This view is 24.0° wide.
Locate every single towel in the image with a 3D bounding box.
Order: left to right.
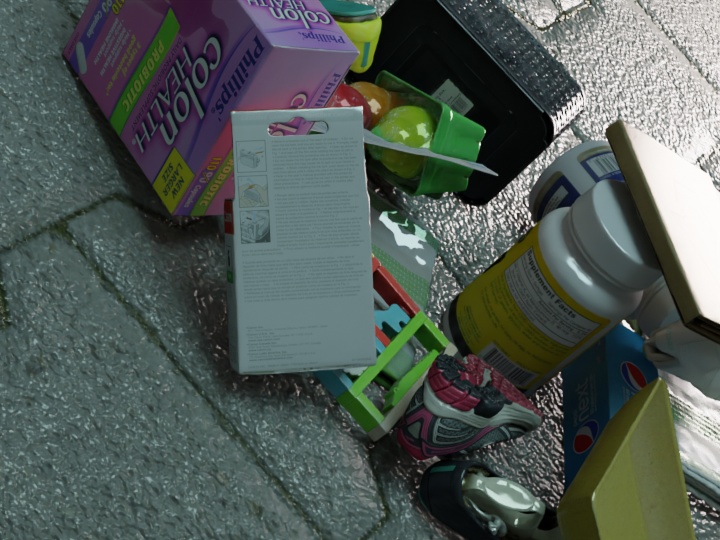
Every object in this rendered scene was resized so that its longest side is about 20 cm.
[{"bbox_3d":[0.000,0.000,1.469,0.149,0.031,0.200,33,38,-16],"label":"towel"},{"bbox_3d":[0.322,0.141,1.649,0.149,0.031,0.200,33,36,-21],"label":"towel"}]

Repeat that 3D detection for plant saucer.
[{"bbox_3d":[0.214,0.217,1.369,0.200,0.048,0.200,-45,127,-55],"label":"plant saucer"}]

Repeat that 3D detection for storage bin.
[{"bbox_3d":[0.101,-0.180,1.649,0.200,0.135,0.094,47,36,2],"label":"storage bin"}]

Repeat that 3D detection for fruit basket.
[{"bbox_3d":[-0.002,-0.125,1.512,0.200,0.094,0.185,4,18,-29],"label":"fruit basket"}]

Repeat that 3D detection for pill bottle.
[{"bbox_3d":[0.173,0.017,1.480,0.114,0.200,0.114,27,40,-25],"label":"pill bottle"},{"bbox_3d":[0.260,-0.023,1.650,0.111,0.111,0.200,1,43,-44],"label":"pill bottle"}]

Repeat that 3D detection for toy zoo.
[{"bbox_3d":[-0.019,0.028,1.392,0.200,0.020,0.131,49,42,-2],"label":"toy zoo"}]

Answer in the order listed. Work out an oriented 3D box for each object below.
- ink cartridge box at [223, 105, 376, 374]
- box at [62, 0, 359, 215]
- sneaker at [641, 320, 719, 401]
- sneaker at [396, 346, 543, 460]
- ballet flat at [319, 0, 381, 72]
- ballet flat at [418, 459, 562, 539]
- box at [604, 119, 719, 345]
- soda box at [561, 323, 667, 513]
[{"bbox_3d":[-0.048,-0.024,1.306,0.109,0.050,0.201,-3,93,-12],"label":"ink cartridge box"},{"bbox_3d":[-0.125,-0.175,1.363,0.097,0.176,0.200,-4,49,-46],"label":"box"},{"bbox_3d":[0.305,0.075,1.566,0.200,0.088,0.075,57,29,-70],"label":"sneaker"},{"bbox_3d":[0.086,0.116,1.399,0.081,0.075,0.200,42,11,25],"label":"sneaker"},{"bbox_3d":[-0.042,-0.232,1.599,0.067,0.067,0.200,-15,27,-24],"label":"ballet flat"},{"bbox_3d":[0.138,0.212,1.371,0.200,0.073,0.073,34,38,-16],"label":"ballet flat"},{"bbox_3d":[0.288,-0.021,1.448,0.163,0.021,0.200,23,42,-47],"label":"box"},{"bbox_3d":[0.228,0.139,1.532,0.068,0.064,0.200,31,39,-21],"label":"soda box"}]
